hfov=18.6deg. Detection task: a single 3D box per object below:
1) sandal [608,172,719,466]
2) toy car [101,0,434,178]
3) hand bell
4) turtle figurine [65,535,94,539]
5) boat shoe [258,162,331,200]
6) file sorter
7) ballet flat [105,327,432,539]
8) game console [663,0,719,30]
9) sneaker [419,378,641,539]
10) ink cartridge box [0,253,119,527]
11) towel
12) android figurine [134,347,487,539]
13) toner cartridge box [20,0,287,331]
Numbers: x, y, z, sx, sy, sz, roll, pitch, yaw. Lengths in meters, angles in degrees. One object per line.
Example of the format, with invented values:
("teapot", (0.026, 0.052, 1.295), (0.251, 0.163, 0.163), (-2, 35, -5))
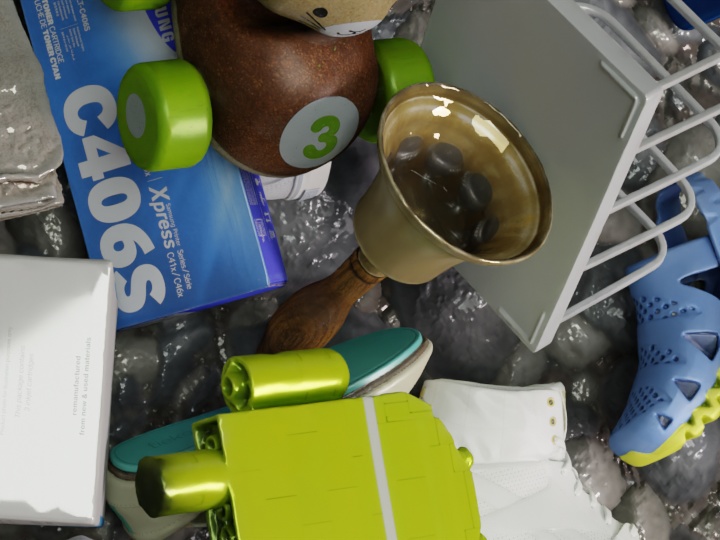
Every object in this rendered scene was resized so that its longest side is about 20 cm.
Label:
("sandal", (0.185, 0.022, 1.268), (0.087, 0.079, 0.201), (34, 62, -11))
("toy car", (-0.014, -0.138, 1.063), (0.163, 0.200, 0.159), (-9, 85, -31))
("hand bell", (0.000, 0.000, 1.144), (0.104, 0.200, 0.105), (20, 50, -26))
("turtle figurine", (-0.226, 0.198, 1.054), (0.193, 0.200, 0.145), (9, 65, -10))
("boat shoe", (-0.060, -0.138, 1.207), (0.068, 0.072, 0.202), (-4, 94, -21))
("file sorter", (0.117, -0.087, 1.168), (0.124, 0.201, 0.139), (-26, 61, -32))
("ballet flat", (-0.046, 0.093, 1.188), (0.199, 0.069, 0.070), (-21, 91, -19))
("game console", (0.235, -0.253, 1.251), (0.118, 0.200, 0.171), (44, 72, -11))
("sneaker", (0.116, 0.123, 1.230), (0.199, 0.074, 0.116), (19, 81, -15))
("ink cartridge box", (-0.222, 0.058, 1.073), (0.198, 0.129, 0.126), (3, 82, -4))
("towel", (-0.236, -0.107, 1.117), (0.132, 0.035, 0.201), (-14, 67, -25))
("android figurine", (-0.018, 0.129, 1.119), (0.199, 0.041, 0.183), (-6, 81, -35))
("toner cartridge box", (-0.112, -0.076, 1.167), (0.094, 0.043, 0.201), (-16, 89, 11))
